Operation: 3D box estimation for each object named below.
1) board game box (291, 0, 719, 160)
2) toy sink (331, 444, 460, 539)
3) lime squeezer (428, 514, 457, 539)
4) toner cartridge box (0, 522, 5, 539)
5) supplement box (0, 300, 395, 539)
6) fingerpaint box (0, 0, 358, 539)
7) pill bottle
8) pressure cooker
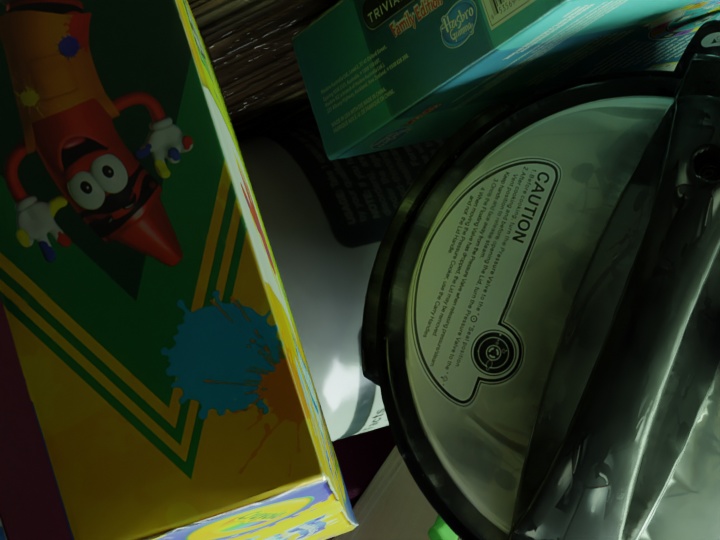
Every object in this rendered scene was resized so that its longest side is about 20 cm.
[{"bbox_3d":[0.099,-0.096,0.980,0.199,0.047,0.151,-13,171,-32],"label":"board game box"},{"bbox_3d":[0.067,0.144,1.310,0.130,0.112,0.200,-8,148,-32],"label":"toy sink"},{"bbox_3d":[0.081,0.038,1.238,0.200,0.071,0.038,-32,162,-40],"label":"lime squeezer"},{"bbox_3d":[-0.186,0.089,1.400,0.200,0.095,0.043,-25,168,37],"label":"toner cartridge box"},{"bbox_3d":[-0.069,0.055,1.308,0.103,0.131,0.200,-24,170,36],"label":"supplement box"},{"bbox_3d":[-0.062,0.001,0.864,0.073,0.168,0.200,-18,172,-1],"label":"fingerpaint box"},{"bbox_3d":[0.000,0.000,1.140,0.199,0.120,0.120,-14,170,-22],"label":"pill bottle"},{"bbox_3d":[0.093,0.023,0.973,0.178,0.177,0.200,-22,175,3],"label":"pressure cooker"}]
